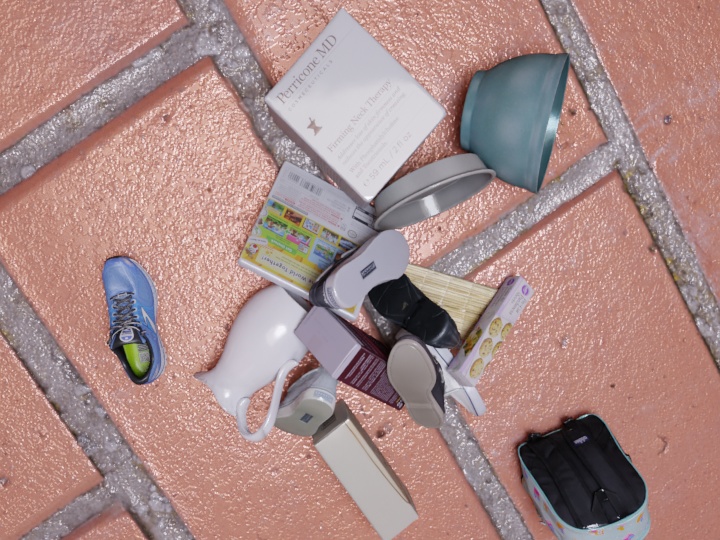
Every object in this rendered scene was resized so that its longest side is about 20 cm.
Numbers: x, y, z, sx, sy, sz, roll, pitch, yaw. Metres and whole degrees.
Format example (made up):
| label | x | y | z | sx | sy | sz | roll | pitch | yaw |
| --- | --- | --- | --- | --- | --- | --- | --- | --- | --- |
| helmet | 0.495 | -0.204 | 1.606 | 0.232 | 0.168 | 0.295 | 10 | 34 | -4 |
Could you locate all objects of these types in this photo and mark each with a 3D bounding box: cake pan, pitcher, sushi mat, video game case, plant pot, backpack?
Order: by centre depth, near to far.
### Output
| label | x | y | z | sx | sy | sz | roll | pitch | yaw |
| --- | --- | --- | --- | --- | --- | --- | --- | --- | --- |
| cake pan | 0.105 | -0.117 | 0.957 | 0.196 | 0.200 | 0.038 | -21 | 81 | -4 |
| plant pot | 0.227 | -0.230 | 0.969 | 0.131 | 0.200 | 0.206 | 14 | 96 | 19 |
| pitcher | -0.142 | 0.136 | 0.970 | 0.201 | 0.121 | 0.171 | -50 | 55 | 3 |
| video game case | -0.065 | -0.047 | 0.986 | 0.197 | 0.023 | 0.185 | 26 | 66 | -10 |
| backpack | 0.366 | 0.362 | 1.039 | 0.172 | 0.201 | 0.157 | -18 | 115 | -6 |
| sushi mat | 0.137 | 0.055 | 1.067 | 0.195 | 0.012 | 0.098 | 16 | 96 | -8 |

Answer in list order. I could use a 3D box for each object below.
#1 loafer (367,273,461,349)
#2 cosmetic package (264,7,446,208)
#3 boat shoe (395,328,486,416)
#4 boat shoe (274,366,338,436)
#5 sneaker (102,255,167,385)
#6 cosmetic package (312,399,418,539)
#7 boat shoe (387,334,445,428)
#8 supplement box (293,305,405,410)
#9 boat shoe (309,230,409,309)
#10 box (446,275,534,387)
| label | x | y | z | sx | sy | sz | roll | pitch | yaw |
| --- | --- | --- | --- | --- | --- | --- | --- | --- | --- |
| loafer | 0.078 | 0.062 | 0.986 | 0.073 | 0.200 | 0.072 | -49 | 134 | 3 |
| cosmetic package | -0.010 | -0.222 | 0.929 | 0.200 | 0.166 | 0.168 | 43 | 90 | -3 |
| boat shoe | 0.123 | 0.173 | 1.046 | 0.085 | 0.075 | 0.203 | -37 | 105 | 0 |
| boat shoe | -0.081 | 0.202 | 0.991 | 0.069 | 0.201 | 0.073 | 28 | 55 | -12 |
| sneaker | -0.343 | 0.077 | 0.971 | 0.077 | 0.089 | 0.205 | -15 | 98 | -6 |
| cosmetic package | 0.004 | 0.321 | 1.037 | 0.072 | 0.104 | 0.202 | -36 | 101 | -2 |
| boat shoe | 0.087 | 0.152 | 0.943 | 0.071 | 0.064 | 0.203 | 0 | 135 | 21 |
| supplement box | 0.000 | 0.132 | 0.961 | 0.061 | 0.109 | 0.199 | -50 | 139 | 2 |
| boat shoe | 0.000 | 0.000 | 0.937 | 0.199 | 0.067 | 0.073 | -39 | 111 | -46 |
| box | 0.210 | 0.095 | 1.028 | 0.041 | 0.038 | 0.201 | 45 | 67 | -15 |
